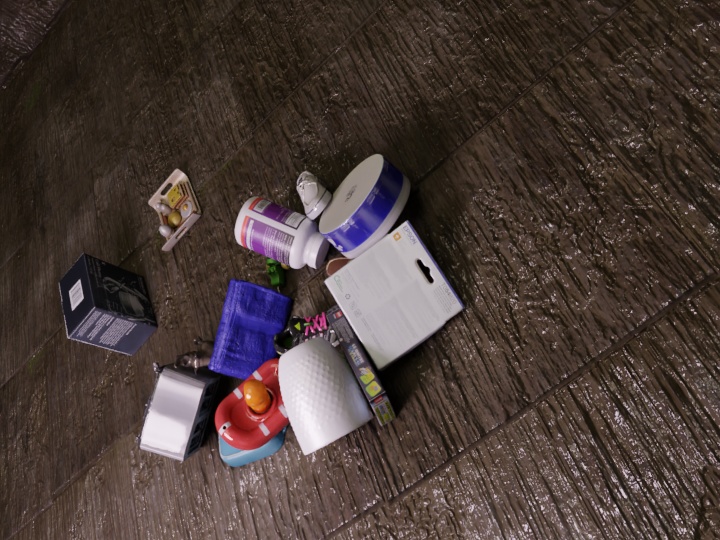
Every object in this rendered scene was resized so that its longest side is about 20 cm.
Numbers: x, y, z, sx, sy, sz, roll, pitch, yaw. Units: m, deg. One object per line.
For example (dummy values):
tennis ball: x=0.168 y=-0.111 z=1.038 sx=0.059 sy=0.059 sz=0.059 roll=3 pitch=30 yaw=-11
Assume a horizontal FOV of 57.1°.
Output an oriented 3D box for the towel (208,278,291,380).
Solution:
towel: x=-0.236 y=0.133 z=1.429 sx=0.049 sy=0.144 sz=0.206 roll=160 pitch=125 yaw=-71

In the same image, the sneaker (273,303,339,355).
sneaker: x=-0.103 y=0.123 z=1.355 sx=0.197 sy=0.087 sz=0.075 roll=-33 pitch=46 yaw=24

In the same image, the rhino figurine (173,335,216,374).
rhino figurine: x=-0.336 y=0.183 z=1.462 sx=0.085 sy=0.198 sz=0.062 roll=15 pitch=106 yaw=28

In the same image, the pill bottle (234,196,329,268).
pill bottle: x=-0.168 y=-0.077 z=1.443 sx=0.195 sy=0.112 sz=0.115 roll=23 pitch=85 yaw=12

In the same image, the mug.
mug: x=-0.078 y=0.229 z=1.246 sx=0.144 sy=0.200 sz=0.179 roll=-24 pitch=80 yaw=-12

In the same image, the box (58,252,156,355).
box: x=-0.668 y=0.092 z=1.748 sx=0.124 sy=0.195 sz=0.202 roll=-41 pitch=52 yaw=15

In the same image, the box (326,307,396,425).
box: x=0.001 y=0.179 z=1.240 sx=0.034 sy=0.111 sz=0.202 roll=-27 pitch=52 yaw=-5

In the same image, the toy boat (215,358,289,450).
toy boat: x=-0.204 y=0.259 z=1.319 sx=0.199 sy=0.132 sz=0.130 roll=-41 pitch=63 yaw=-13

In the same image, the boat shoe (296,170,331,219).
boat shoe: x=-0.110 y=-0.173 z=1.436 sx=0.071 sy=0.069 sz=0.201 roll=-45 pitch=20 yaw=13

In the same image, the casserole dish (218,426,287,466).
casserole dish: x=-0.240 y=0.343 z=1.415 sx=0.196 sy=0.038 sz=0.125 roll=-25 pitch=59 yaw=27

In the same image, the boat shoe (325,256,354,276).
boat shoe: x=0.000 y=0.000 z=1.338 sx=0.196 sy=0.071 sz=0.078 roll=7 pitch=76 yaw=40

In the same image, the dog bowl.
dog bowl: x=0.006 y=-0.130 z=1.326 sx=0.200 sy=0.078 sz=0.202 roll=-43 pitch=23 yaw=23

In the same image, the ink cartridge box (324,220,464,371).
ink cartridge box: x=0.063 y=0.047 z=1.231 sx=0.197 sy=0.041 sz=0.203 roll=-34 pitch=78 yaw=3

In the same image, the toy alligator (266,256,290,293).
toy alligator: x=-0.194 y=-0.011 z=1.507 sx=0.058 sy=0.054 sz=0.206 roll=-14 pitch=64 yaw=33

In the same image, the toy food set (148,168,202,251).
toy food set: x=-0.521 y=-0.170 z=1.826 sx=0.143 sy=0.060 sz=0.202 roll=-43 pitch=52 yaw=17

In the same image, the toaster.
toaster: x=-0.396 y=0.300 z=1.446 sx=0.115 sy=0.200 sz=0.187 roll=16 pitch=87 yaw=3
